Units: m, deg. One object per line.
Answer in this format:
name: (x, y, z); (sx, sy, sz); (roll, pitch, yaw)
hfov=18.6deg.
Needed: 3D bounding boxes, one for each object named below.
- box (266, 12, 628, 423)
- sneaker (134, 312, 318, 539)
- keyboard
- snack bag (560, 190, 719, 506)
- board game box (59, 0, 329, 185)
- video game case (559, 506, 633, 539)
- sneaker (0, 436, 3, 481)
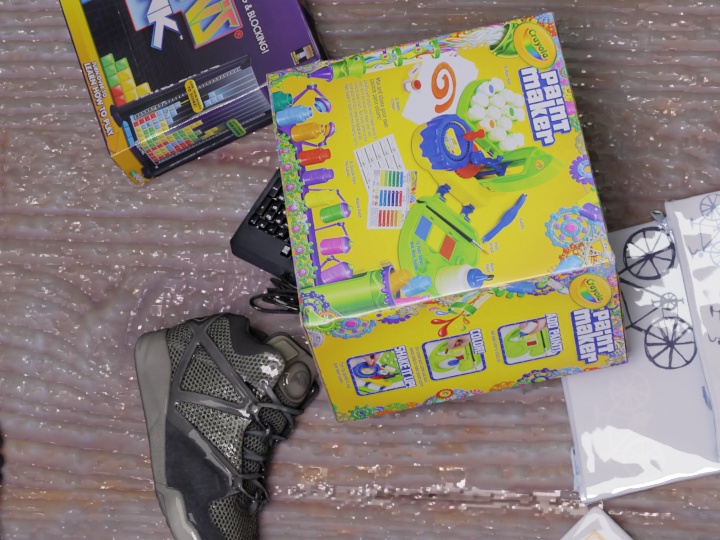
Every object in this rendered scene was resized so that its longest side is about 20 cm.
box: (0.054, -0.034, 1.394); (0.192, 0.122, 0.201); (-12, 55, 4)
sneaker: (-0.076, 0.113, 1.430); (0.114, 0.076, 0.200); (-21, 58, 15)
keyboard: (0.000, 0.000, 1.474); (0.200, 0.040, 0.104); (24, 76, 25)
snack bag: (0.215, 0.040, 1.401); (0.199, 0.021, 0.189); (-14, 66, 12)
board game box: (-0.124, -0.184, 1.579); (0.165, 0.057, 0.201); (-25, 63, 7)
video game case: (0.136, 0.273, 1.329); (0.200, 0.022, 0.182); (-44, 63, -4)
sneaker: (-0.289, 0.185, 1.481); (0.087, 0.074, 0.201); (-18, 60, 25)
